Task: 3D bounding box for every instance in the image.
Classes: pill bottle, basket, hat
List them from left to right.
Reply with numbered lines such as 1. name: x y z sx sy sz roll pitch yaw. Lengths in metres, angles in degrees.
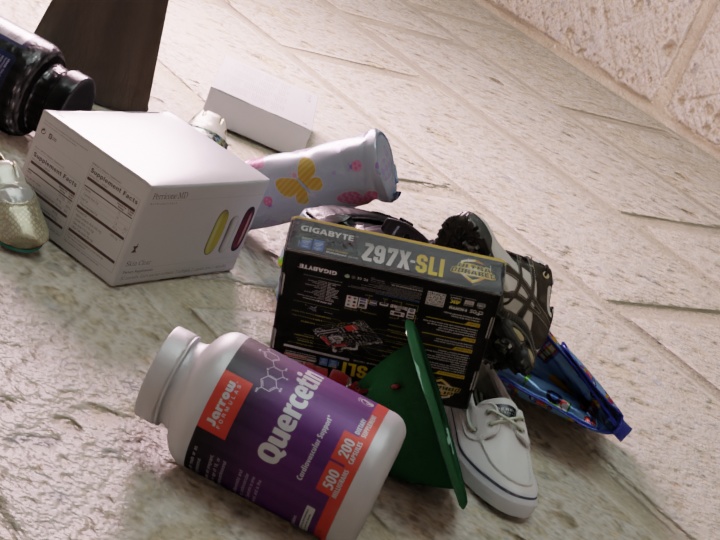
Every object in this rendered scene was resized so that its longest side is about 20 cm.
1. pill bottle: -0.397 -0.218 1.658 0.198 0.113 0.112 29 19 9
2. basket: -0.317 -0.329 1.914 0.179 0.202 0.136 25 19 0
3. pill bottle: -0.071 0.123 1.167 0.198 0.114 0.113 26 19 4
4. hat: -0.013 0.143 1.302 0.174 0.168 0.200 -17 11 3

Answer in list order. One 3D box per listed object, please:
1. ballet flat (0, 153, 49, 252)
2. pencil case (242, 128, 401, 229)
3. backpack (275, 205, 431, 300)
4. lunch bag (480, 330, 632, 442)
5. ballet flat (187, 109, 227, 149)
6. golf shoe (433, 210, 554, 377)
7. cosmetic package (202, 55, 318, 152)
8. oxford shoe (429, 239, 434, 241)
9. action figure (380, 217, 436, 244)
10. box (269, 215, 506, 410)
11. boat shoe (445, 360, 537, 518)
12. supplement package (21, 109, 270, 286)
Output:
1. ballet flat: -0.358 -0.090 1.440 0.067 0.063 0.200 -12 38 -38
2. pencil case: -0.056 -0.098 1.666 0.197 0.084 0.091 -12 1 12
3. backpack: 0.000 0.000 1.568 0.163 0.154 0.200 39 1 24
4. lunch bag: 0.196 0.111 1.559 0.199 0.094 0.151 39 1 5
5. ballet flat: -0.181 -0.148 1.703 0.073 0.075 0.200 21 -5 -10
6. golf shoe: 0.131 0.004 1.418 0.077 0.201 0.095 20 57 37
7. cosmetic package: -0.139 -0.231 2.109 0.149 0.052 0.200 21 19 -6
8. oxford shoe: 0.126 0.012 1.798 0.085 0.073 0.199 51 29 20
9. action figure: 0.069 0.020 1.490 0.069 0.132 0.200 17 -13 22
10. box: 0.020 0.041 1.366 0.197 0.161 0.050 12 46 0
11. boat shoe: 0.121 0.149 1.409 0.073 0.067 0.200 15 21 -25
12. supplement package: -0.219 -0.078 1.514 0.155 0.112 0.199 34 21 24
